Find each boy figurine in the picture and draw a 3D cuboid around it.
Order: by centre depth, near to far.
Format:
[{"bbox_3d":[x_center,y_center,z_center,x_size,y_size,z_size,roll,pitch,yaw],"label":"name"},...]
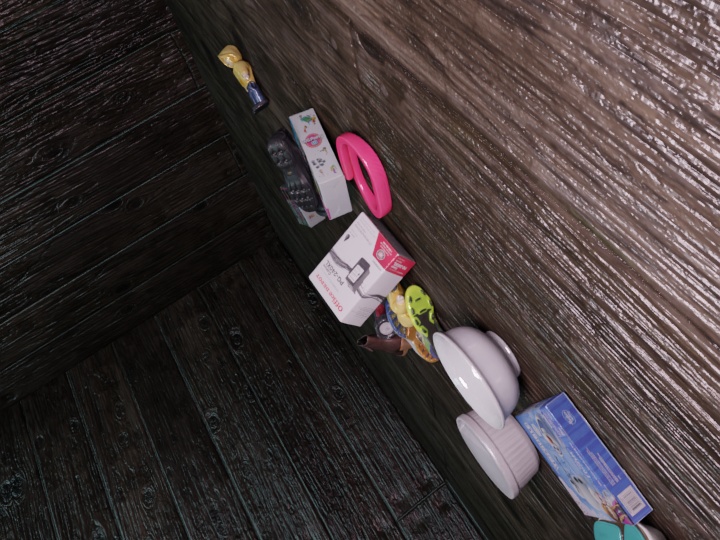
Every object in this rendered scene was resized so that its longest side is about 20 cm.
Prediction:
[{"bbox_3d":[0.090,0.054,1.356,0.202,0.064,0.125,59,-176,-21],"label":"boy figurine"},{"bbox_3d":[-0.341,-0.564,1.673,0.202,0.064,0.124,57,173,-11],"label":"boy figurine"}]

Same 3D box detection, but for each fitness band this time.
[{"bbox_3d":[0.010,-0.191,1.148,0.144,0.037,0.201,49,168,32],"label":"fitness band"}]

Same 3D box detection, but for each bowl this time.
[{"bbox_3d":[0.223,0.174,1.031,0.202,0.090,0.202,55,169,16],"label":"bowl"}]

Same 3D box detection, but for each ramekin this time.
[{"bbox_3d":[0.305,0.383,1.255,0.204,0.093,0.203,55,171,14],"label":"ramekin"}]

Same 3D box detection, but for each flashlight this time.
[{"bbox_3d":[0.065,0.126,1.657,0.201,0.067,0.069,-98,-11,-67],"label":"flashlight"}]

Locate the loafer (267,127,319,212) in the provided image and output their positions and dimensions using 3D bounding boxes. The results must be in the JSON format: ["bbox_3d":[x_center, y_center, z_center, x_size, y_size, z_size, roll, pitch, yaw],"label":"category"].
[{"bbox_3d":[-0.138,-0.219,1.264,0.067,0.071,0.202,-4,132,26],"label":"loafer"}]

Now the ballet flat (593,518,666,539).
[{"bbox_3d":[0.419,0.407,0.861,0.070,0.069,0.200,55,171,12],"label":"ballet flat"}]

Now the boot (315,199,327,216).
[{"bbox_3d":[-0.133,-0.254,1.538,0.169,0.076,0.201,61,177,-40],"label":"boot"}]

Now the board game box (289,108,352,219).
[{"bbox_3d":[-0.090,-0.241,1.305,0.148,0.063,0.202,78,170,-63],"label":"board game box"}]

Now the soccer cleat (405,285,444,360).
[{"bbox_3d":[0.148,0.121,1.320,0.202,0.064,0.084,60,168,-18],"label":"soccer cleat"}]

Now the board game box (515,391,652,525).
[{"bbox_3d":[0.350,0.305,0.934,0.201,0.043,0.199,55,171,16],"label":"board game box"}]

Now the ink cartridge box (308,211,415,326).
[{"bbox_3d":[0.000,0.000,1.259,0.146,0.201,0.083,50,-162,31],"label":"ink cartridge box"}]

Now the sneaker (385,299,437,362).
[{"bbox_3d":[0.127,0.153,1.468,0.201,0.075,0.088,54,174,0],"label":"sneaker"}]

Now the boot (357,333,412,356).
[{"bbox_3d":[0.068,0.211,1.706,0.200,0.163,0.074,140,134,-71],"label":"boot"}]

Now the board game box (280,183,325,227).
[{"bbox_3d":[-0.200,-0.232,1.943,0.149,0.064,0.200,61,169,-16],"label":"board game box"}]
